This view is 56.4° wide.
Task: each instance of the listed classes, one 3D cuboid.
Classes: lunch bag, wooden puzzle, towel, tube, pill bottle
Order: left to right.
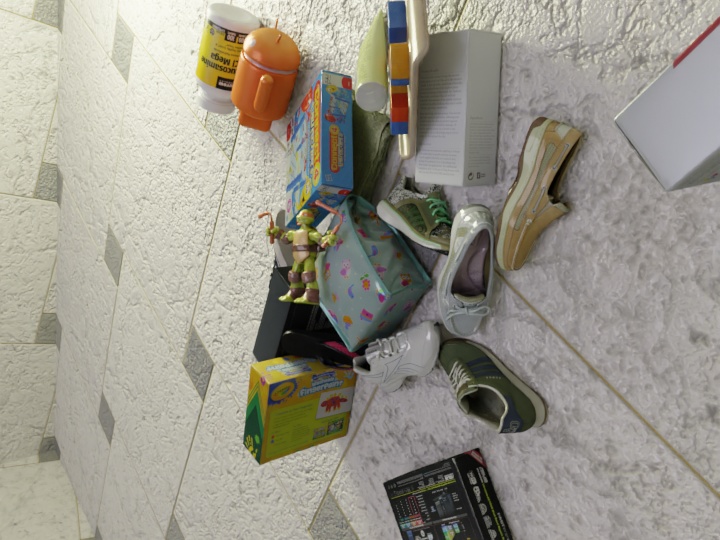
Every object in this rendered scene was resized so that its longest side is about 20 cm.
[{"bbox_3d":[-0.283,-0.437,1.401,0.113,0.111,0.203,47,131,35],"label":"pill bottle"},{"bbox_3d":[-0.012,-0.195,1.162,0.149,0.036,0.203,47,131,38],"label":"towel"},{"bbox_3d":[0.000,0.000,1.114,0.202,0.120,0.171,57,136,24],"label":"lunch bag"},{"bbox_3d":[0.019,-0.327,1.043,0.057,0.052,0.203,-16,45,16],"label":"tube"},{"bbox_3d":[0.058,-0.288,0.935,0.201,0.045,0.189,94,176,-59],"label":"wooden puzzle"}]

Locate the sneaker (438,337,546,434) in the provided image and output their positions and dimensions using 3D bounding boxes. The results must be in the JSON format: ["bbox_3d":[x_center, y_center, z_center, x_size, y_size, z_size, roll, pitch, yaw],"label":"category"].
[{"bbox_3d":[0.164,0.163,0.959,0.199,0.088,0.069,36,124,43],"label":"sneaker"}]

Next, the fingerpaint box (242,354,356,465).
[{"bbox_3d":[-0.110,0.241,1.235,0.073,0.197,0.171,32,121,44],"label":"fingerpaint box"}]

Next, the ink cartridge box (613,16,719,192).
[{"bbox_3d":[0.342,-0.153,0.588,0.084,0.197,0.146,60,137,20],"label":"ink cartridge box"}]

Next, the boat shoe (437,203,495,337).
[{"bbox_3d":[0.151,0.012,0.935,0.065,0.072,0.206,-96,11,-59],"label":"boat shoe"}]

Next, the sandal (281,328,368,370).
[{"bbox_3d":[-0.044,0.145,1.170,0.045,0.195,0.076,-78,-9,-55],"label":"sandal"}]

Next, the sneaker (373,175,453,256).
[{"bbox_3d":[0.104,-0.085,1.015,0.199,0.076,0.090,35,106,37],"label":"sneaker"}]

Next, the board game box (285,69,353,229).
[{"bbox_3d":[-0.074,-0.197,1.143,0.195,0.055,0.205,143,129,-62],"label":"board game box"}]

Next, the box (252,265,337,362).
[{"bbox_3d":[-0.108,0.091,1.252,0.079,0.139,0.203,45,128,36],"label":"box"}]

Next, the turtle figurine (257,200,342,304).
[{"bbox_3d":[-0.099,-0.030,1.109,0.197,0.064,0.166,5,91,38],"label":"turtle figurine"}]

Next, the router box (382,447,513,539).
[{"bbox_3d":[0.134,0.382,1.059,0.199,0.061,0.153,-38,66,48],"label":"router box"}]

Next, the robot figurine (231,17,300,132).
[{"bbox_3d":[-0.181,-0.370,1.281,0.116,0.143,0.202,35,126,15],"label":"robot figurine"}]

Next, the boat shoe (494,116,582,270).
[{"bbox_3d":[0.229,-0.086,0.855,0.075,0.071,0.204,25,118,29],"label":"boat shoe"}]

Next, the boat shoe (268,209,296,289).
[{"bbox_3d":[-0.157,-0.012,1.346,0.092,0.074,0.205,-18,83,44],"label":"boat shoe"}]

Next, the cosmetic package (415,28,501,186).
[{"bbox_3d":[0.135,-0.224,0.940,0.100,0.070,0.205,15,109,50],"label":"cosmetic package"}]

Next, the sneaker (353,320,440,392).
[{"bbox_3d":[0.058,0.137,1.078,0.200,0.086,0.076,-46,33,44],"label":"sneaker"}]
